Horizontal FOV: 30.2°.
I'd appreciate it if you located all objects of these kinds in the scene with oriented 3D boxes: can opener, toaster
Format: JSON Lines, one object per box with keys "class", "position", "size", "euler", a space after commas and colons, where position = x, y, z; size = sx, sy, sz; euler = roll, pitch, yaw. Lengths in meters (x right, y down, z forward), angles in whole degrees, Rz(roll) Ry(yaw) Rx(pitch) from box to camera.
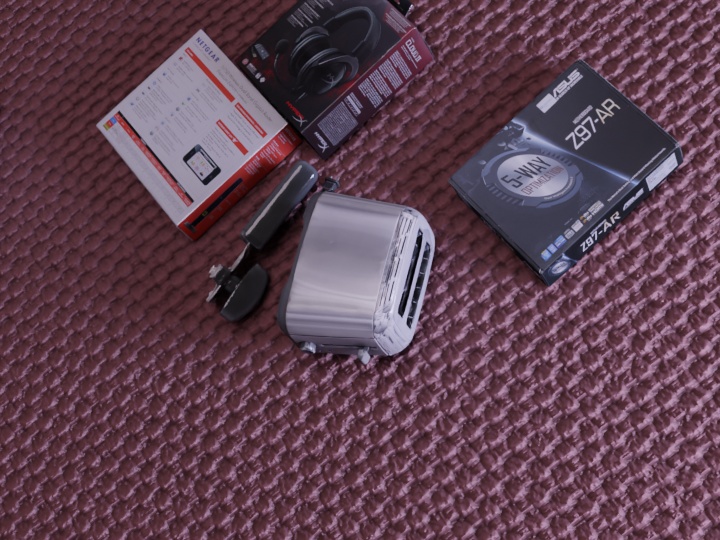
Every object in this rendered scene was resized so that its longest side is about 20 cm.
{"class": "can opener", "position": [-0.110, -0.035, 1.535], "size": [0.066, 0.053, 0.201], "euler": [34, 84, -6]}
{"class": "toaster", "position": [0.000, 0.000, 1.436], "size": [0.128, 0.114, 0.201], "euler": [8, 70, 20]}

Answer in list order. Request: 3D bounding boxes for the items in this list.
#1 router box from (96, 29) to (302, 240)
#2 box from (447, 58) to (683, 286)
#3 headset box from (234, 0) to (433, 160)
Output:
{"class": "router box", "position": [-0.197, -0.166, 1.616], "size": [0.179, 0.049, 0.200], "euler": [-41, 60, 0]}
{"class": "box", "position": [0.219, -0.107, 1.433], "size": [0.200, 0.044, 0.160], "euler": [-42, 61, 1]}
{"class": "headset box", "position": [-0.024, -0.255, 1.571], "size": [0.200, 0.077, 0.149], "euler": [-42, 60, 2]}
